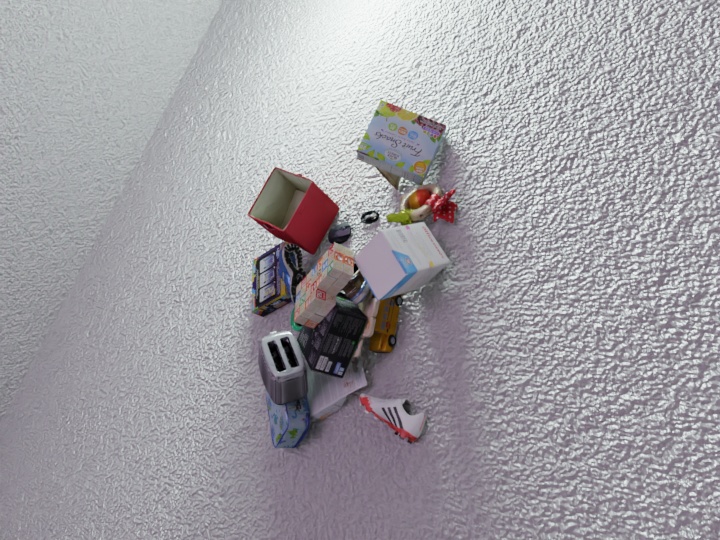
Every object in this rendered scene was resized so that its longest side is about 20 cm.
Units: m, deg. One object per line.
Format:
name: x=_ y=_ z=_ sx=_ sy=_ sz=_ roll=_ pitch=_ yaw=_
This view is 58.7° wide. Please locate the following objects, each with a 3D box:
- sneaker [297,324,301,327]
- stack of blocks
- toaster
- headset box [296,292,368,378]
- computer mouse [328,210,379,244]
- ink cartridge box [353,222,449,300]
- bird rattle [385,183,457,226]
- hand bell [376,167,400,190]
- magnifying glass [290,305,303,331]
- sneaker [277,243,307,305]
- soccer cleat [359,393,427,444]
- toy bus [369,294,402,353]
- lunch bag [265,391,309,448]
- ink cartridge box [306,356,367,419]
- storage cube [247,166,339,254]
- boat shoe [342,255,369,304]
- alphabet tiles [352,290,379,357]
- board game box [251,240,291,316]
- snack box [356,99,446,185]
sneaker: x=-0.113 y=0.154 z=1.819 sx=0.199 sy=0.081 sz=0.076 roll=-12 pitch=60 yaw=40
stack of blocks: x=-0.092 y=0.040 z=1.596 sx=0.200 sy=0.058 sz=0.116 roll=-48 pitch=30 yaw=38
toaster: x=-0.203 y=0.257 z=1.681 sx=0.130 sy=0.113 sz=0.201 roll=95 pitch=156 yaw=-49
headset box: x=-0.081 y=0.155 z=1.673 sx=0.175 sy=0.092 sz=0.200 roll=-67 pitch=24 yaw=9
computer mouse: x=-0.026 y=-0.133 z=1.909 sx=0.199 sy=0.034 sz=0.059 roll=-28 pitch=52 yaw=33
ink cartridge box: x=0.110 y=-0.026 z=1.587 sx=0.125 sy=0.199 sz=0.129 roll=-45 pitch=68 yaw=39
bird rattle: x=0.163 y=-0.177 z=1.696 sx=0.199 sy=0.113 sz=0.164 roll=-33 pitch=33 yaw=26
hand bell: x=0.142 y=-0.334 z=1.819 sx=0.200 sy=0.104 sz=0.104 roll=-43 pitch=44 yaw=4
magnifying glass: x=-0.139 y=0.083 z=1.794 sx=0.080 sy=0.022 sz=0.201 roll=48 pitch=115 yaw=45
sneaker: x=-0.203 y=0.019 z=1.955 sx=0.089 sy=0.078 sz=0.202 roll=-11 pitch=91 yaw=62
soccer cleat: x=0.077 y=0.337 z=1.548 sx=0.199 sy=0.069 sz=0.086 roll=27 pitch=82 yaw=45
toy bus: x=0.057 y=0.110 z=1.668 sx=0.065 sy=0.078 sz=0.202 roll=-6 pitch=66 yaw=44
lunch bag: x=-0.203 y=0.380 z=1.772 sx=0.161 sy=0.082 sz=0.201 roll=-59 pitch=35 yaw=40
ink cartridge box: x=-0.062 y=0.287 z=1.733 sx=0.199 sy=0.050 sz=0.163 roll=-32 pitch=49 yaw=22
storage cube: x=-0.201 y=-0.183 z=1.967 sx=0.170 sy=0.180 sz=0.201 roll=24 pitch=80 yaw=34
boat shoe: x=0.000 y=0.000 z=1.652 sx=0.072 sy=0.072 sz=0.200 roll=-39 pitch=17 yaw=30
alphabet tiles: x=-0.009 y=0.132 z=1.667 sx=0.200 sy=0.015 sz=0.197 roll=-21 pitch=54 yaw=61
board game box: x=-0.279 y=0.027 z=2.070 sx=0.165 sy=0.057 sz=0.201 roll=-27 pitch=53 yaw=32
snack box: x=0.112 y=-0.351 z=1.758 sx=0.199 sy=0.068 sz=0.170 roll=24 pitch=77 yaw=8
